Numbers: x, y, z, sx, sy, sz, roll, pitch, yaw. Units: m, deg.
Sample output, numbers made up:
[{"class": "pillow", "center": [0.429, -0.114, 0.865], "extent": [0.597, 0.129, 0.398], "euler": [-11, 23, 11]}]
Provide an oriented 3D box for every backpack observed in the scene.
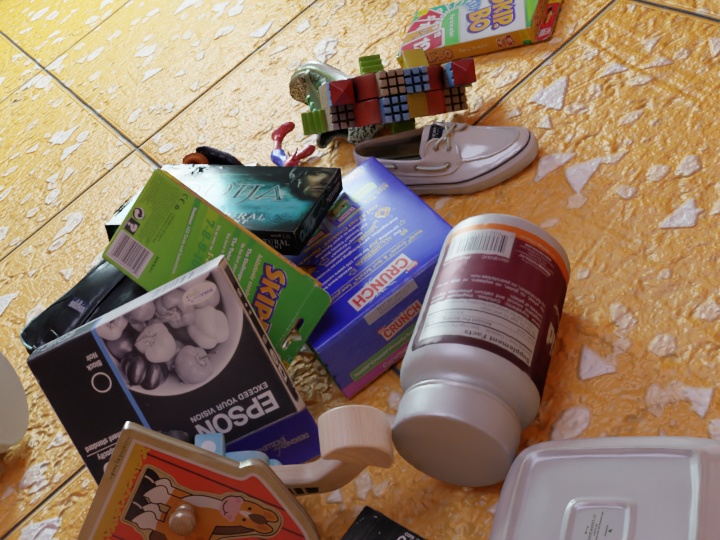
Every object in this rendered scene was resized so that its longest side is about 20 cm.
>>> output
[{"class": "backpack", "center": [-0.203, 0.055, 1.071], "extent": [0.175, 0.154, 0.201], "euler": [21, 68, 42]}]

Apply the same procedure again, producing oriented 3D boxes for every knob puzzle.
[{"class": "knob puzzle", "center": [-0.113, 0.226, 0.797], "extent": [0.218, 0.221, 0.030], "euler": [-27, 18, 8]}]

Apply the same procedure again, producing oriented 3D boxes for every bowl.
[{"class": "bowl", "center": [0.168, 0.189, 0.715], "extent": [0.198, 0.075, 0.201], "euler": [-6, 44, 31]}]

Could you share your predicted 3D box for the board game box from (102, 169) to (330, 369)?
[{"class": "board game box", "center": [-0.127, 0.005, 0.966], "extent": [0.199, 0.030, 0.096], "euler": [36, 98, 11]}]

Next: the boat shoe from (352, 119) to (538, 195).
[{"class": "boat shoe", "center": [0.082, -0.120, 1.124], "extent": [0.198, 0.067, 0.074], "euler": [-14, 41, 25]}]

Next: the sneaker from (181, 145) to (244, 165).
[{"class": "sneaker", "center": [-0.190, -0.087, 1.253], "extent": [0.198, 0.112, 0.078], "euler": [-11, 42, 28]}]

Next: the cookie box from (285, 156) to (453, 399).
[{"class": "cookie box", "center": [0.000, 0.000, 1.045], "extent": [0.171, 0.075, 0.200], "euler": [-37, 37, -3]}]

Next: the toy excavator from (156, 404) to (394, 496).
[{"class": "toy excavator", "center": [-0.078, 0.173, 0.860], "extent": [0.198, 0.195, 0.101], "euler": [-4, 52, -7]}]

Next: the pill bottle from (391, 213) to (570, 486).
[{"class": "pill bottle", "center": [0.098, 0.062, 0.872], "extent": [0.113, 0.114, 0.201], "euler": [-6, 45, 32]}]

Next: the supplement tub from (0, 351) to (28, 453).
[{"class": "supplement tub", "center": [-0.474, 0.168, 1.158], "extent": [0.199, 0.145, 0.146], "euler": [-25, 38, 11]}]

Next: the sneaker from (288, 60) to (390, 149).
[{"class": "sneaker", "center": [-0.038, -0.191, 1.295], "extent": [0.089, 0.077, 0.199], "euler": [-53, 38, -11]}]

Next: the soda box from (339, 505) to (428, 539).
[{"class": "soda box", "center": [-0.021, 0.273, 0.770], "extent": [0.070, 0.064, 0.200], "euler": [18, 60, 47]}]

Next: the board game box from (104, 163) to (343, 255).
[{"class": "board game box", "center": [-0.130, -0.063, 1.057], "extent": [0.198, 0.028, 0.136], "euler": [3, 32, 18]}]

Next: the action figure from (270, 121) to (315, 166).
[{"class": "action figure", "center": [-0.075, -0.095, 1.215], "extent": [0.051, 0.066, 0.201], "euler": [-25, 36, 19]}]

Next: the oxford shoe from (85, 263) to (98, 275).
[{"class": "oxford shoe", "center": [-0.302, 0.029, 1.246], "extent": [0.199, 0.071, 0.072], "euler": [-31, 38, 6]}]

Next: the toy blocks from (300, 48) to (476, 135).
[{"class": "toy blocks", "center": [0.038, -0.186, 1.151], "extent": [0.198, 0.101, 0.137], "euler": [-10, 7, -7]}]

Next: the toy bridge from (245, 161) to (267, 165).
[{"class": "toy bridge", "center": [-0.199, -0.102, 1.348], "extent": [0.198, 0.027, 0.068], "euler": [-14, 40, 24]}]

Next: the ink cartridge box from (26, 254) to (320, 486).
[{"class": "ink cartridge box", "center": [-0.155, 0.118, 0.933], "extent": [0.197, 0.201, 0.043], "euler": [-26, 13, 11]}]

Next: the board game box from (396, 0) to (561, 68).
[{"class": "board game box", "center": [0.144, -0.298, 1.310], "extent": [0.198, 0.030, 0.096], "euler": [-4, 47, 31]}]
